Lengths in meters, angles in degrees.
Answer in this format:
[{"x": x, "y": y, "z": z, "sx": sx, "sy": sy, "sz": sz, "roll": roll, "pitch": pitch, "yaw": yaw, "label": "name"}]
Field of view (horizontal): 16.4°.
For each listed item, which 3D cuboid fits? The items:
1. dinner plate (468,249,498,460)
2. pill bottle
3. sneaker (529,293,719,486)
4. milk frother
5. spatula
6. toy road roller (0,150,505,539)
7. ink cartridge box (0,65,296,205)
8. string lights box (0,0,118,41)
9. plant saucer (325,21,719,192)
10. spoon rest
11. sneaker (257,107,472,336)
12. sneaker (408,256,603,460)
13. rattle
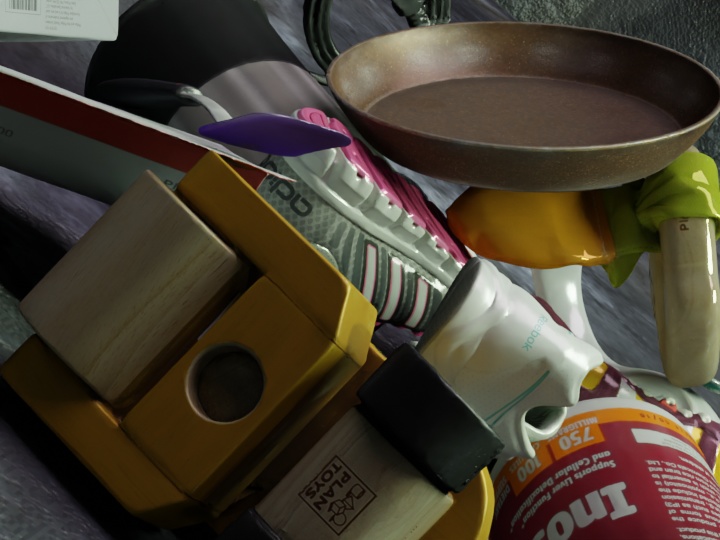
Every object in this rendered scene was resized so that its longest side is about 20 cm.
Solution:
[{"x": 0.077, "y": 0.061, "z": 1.395, "sx": 0.200, "sy": 0.024, "sz": 0.200, "roll": 58, "pitch": 14, "yaw": -22, "label": "dinner plate"}, {"x": 0.132, "y": 0.157, "z": 1.141, "sx": 0.113, "sy": 0.113, "sz": 0.200, "roll": 32, "pitch": 20, "yaw": -30, "label": "pill bottle"}, {"x": 0.147, "y": 0.089, "z": 1.305, "sx": 0.200, "sy": 0.090, "sz": 0.075, "roll": 61, "pitch": -5, "yaw": 7, "label": "sneaker"}, {"x": -0.013, "y": -0.081, "z": 1.366, "sx": 0.180, "sy": 0.200, "sz": 0.188, "roll": 30, "pitch": 16, "yaw": -50, "label": "milk frother"}, {"x": -0.072, "y": -0.073, "z": 1.165, "sx": 0.056, "sy": 0.021, "sz": 0.200, "roll": 14, "pitch": 4, "yaw": -34, "label": "spatula"}, {"x": -0.034, "y": 0.062, "z": 1.023, "sx": 0.200, "sy": 0.123, "sz": 0.146, "roll": 44, "pitch": -1, "yaw": 16, "label": "toy road roller"}, {"x": -0.126, "y": -0.055, "z": 1.107, "sx": 0.162, "sy": 0.057, "sz": 0.200, "roll": 20, "pitch": 6, "yaw": -14, "label": "ink cartridge box"}, {"x": -0.209, "y": -0.125, "z": 1.024, "sx": 0.199, "sy": 0.059, "sz": 0.103, "roll": 4, "pitch": 4, "yaw": 27, "label": "string lights box"}, {"x": 0.082, "y": -0.081, "z": 1.259, "sx": 0.199, "sy": 0.035, "sz": 0.200, "roll": 2, "pitch": 22, "yaw": -1, "label": "plant saucer"}, {"x": 0.143, "y": 0.061, "z": 1.420, "sx": 0.099, "sy": 0.061, "sz": 0.200, "roll": -8, "pitch": 50, "yaw": -15, "label": "spoon rest"}, {"x": 0.000, "y": 0.000, "z": 1.232, "sx": 0.200, "sy": 0.087, "sz": 0.074, "roll": 41, "pitch": 14, "yaw": -46, "label": "sneaker"}, {"x": 0.049, "y": 0.065, "z": 1.173, "sx": 0.080, "sy": 0.071, "sz": 0.200, "roll": 30, "pitch": -25, "yaw": -2, "label": "sneaker"}, {"x": 0.129, "y": 0.014, "z": 1.327, "sx": 0.200, "sy": 0.142, "sz": 0.131, "roll": 80, "pitch": -10, "yaw": -78, "label": "rattle"}]
